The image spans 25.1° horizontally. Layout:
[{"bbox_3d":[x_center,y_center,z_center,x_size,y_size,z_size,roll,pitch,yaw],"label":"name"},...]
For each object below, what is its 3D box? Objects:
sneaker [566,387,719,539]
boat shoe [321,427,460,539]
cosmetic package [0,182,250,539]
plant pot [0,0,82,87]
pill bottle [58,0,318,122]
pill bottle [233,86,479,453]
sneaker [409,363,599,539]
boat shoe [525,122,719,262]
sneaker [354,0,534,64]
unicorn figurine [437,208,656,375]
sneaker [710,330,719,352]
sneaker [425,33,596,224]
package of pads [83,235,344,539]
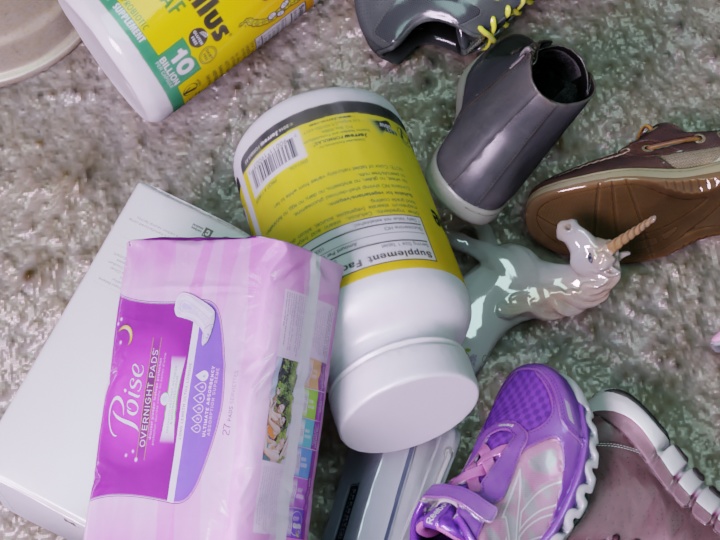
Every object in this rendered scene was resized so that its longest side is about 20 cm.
[{"bbox_3d":[0.177,0.178,0.988,0.115,0.076,0.200,-38,65,-10],"label":"sneaker"},{"bbox_3d":[0.012,0.178,0.975,0.065,0.073,0.202,24,80,-21],"label":"boat shoe"},{"bbox_3d":[-0.143,0.064,0.991,0.084,0.108,0.201,26,69,8],"label":"cosmetic package"},{"bbox_3d":[-0.269,-0.251,1.062,0.198,0.184,0.203,1,69,-2],"label":"plant pot"},{"bbox_3d":[-0.092,-0.200,1.079,0.199,0.113,0.113,-38,75,-8],"label":"pill bottle"},{"bbox_3d":[0.000,0.000,0.962,0.111,0.113,0.202,-14,60,-8],"label":"pill bottle"},{"bbox_3d":[0.074,0.141,0.951,0.088,0.080,0.202,36,66,-36],"label":"sneaker"},{"bbox_3d":[0.206,-0.061,1.083,0.198,0.073,0.072,-11,39,4],"label":"boat shoe"},{"bbox_3d":[0.089,-0.191,1.123,0.198,0.075,0.086,-10,76,3],"label":"sneaker"},{"bbox_3d":[0.078,0.012,1.044,0.137,0.074,0.201,37,92,14],"label":"unicorn figurine"},{"bbox_3d":[0.285,0.114,1.022,0.081,0.070,0.202,-19,68,8],"label":"sneaker"},{"bbox_3d":[0.113,-0.115,1.032,0.075,0.106,0.201,37,35,-9],"label":"sneaker"},{"bbox_3d":[-0.082,0.085,0.879,0.119,0.075,0.202,0,77,34],"label":"package of pads"}]
